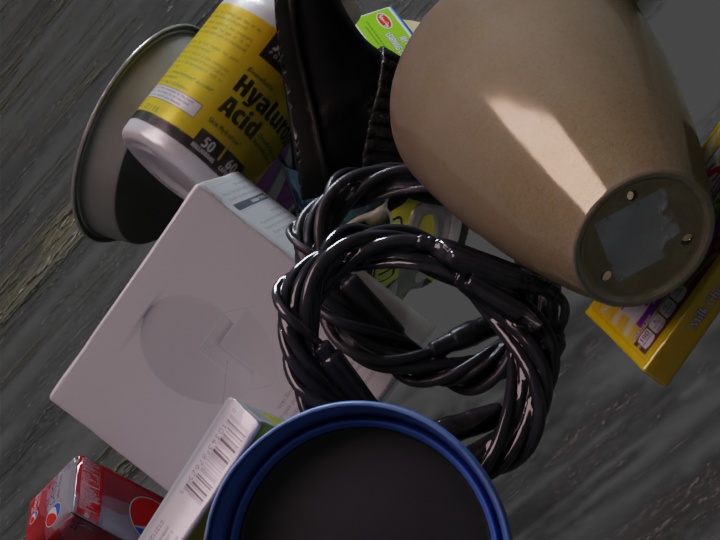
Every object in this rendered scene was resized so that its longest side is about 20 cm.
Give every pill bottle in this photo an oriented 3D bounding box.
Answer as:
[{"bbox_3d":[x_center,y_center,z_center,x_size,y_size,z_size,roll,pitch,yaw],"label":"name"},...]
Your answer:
[{"bbox_3d":[-0.089,-0.151,1.541,0.201,0.111,0.111,-54,24,-12],"label":"pill bottle"}]

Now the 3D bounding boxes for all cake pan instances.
[{"bbox_3d":[-0.168,-0.108,1.636,0.201,0.037,0.201,-50,-23,-31],"label":"cake pan"}]

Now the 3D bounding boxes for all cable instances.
[{"bbox_3d":[0.032,0.055,1.291,0.051,0.198,0.165,78,-148,-84],"label":"cable"},{"bbox_3d":[0.042,0.002,1.357,0.051,0.198,0.165,88,-166,-73],"label":"cable"}]

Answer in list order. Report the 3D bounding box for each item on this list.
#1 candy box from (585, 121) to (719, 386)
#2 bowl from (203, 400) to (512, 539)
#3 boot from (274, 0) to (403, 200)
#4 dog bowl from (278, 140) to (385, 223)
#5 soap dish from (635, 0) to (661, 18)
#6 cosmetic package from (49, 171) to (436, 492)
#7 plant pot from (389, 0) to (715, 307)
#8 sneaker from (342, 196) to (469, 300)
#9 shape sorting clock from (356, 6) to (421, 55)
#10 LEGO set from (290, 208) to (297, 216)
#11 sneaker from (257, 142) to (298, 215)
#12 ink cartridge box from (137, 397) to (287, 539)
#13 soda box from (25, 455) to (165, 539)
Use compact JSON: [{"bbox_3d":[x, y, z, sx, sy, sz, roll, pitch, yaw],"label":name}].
[{"bbox_3d":[0.222,-0.032,1.217,0.201,0.026,0.102,-56,22,8],"label":"candy box"},{"bbox_3d":[0.000,0.184,1.224,0.202,0.200,0.039,-58,-11,3],"label":"bowl"},{"bbox_3d":[0.018,-0.159,1.458,0.079,0.156,0.213,-155,57,-87],"label":"boot"},{"bbox_3d":[-0.008,-0.094,1.604,0.200,0.110,0.050,-89,-7,-66],"label":"dog bowl"},{"bbox_3d":[0.208,-0.287,1.454,0.201,0.081,0.158,-53,26,17],"label":"soap dish"},{"bbox_3d":[-0.083,0.069,1.442,0.200,0.199,0.123,-53,-5,12],"label":"cosmetic package"},{"bbox_3d":[0.135,-0.069,1.212,0.188,0.186,0.200,-51,34,16],"label":"plant pot"},{"bbox_3d":[0.000,0.000,1.535,0.200,0.076,0.076,-48,29,29],"label":"sneaker"},{"bbox_3d":[-0.008,-0.166,1.655,0.198,0.040,0.201,-11,32,7],"label":"shape sorting clock"},{"bbox_3d":[-0.109,0.035,1.604,0.154,0.115,0.202,23,-89,-87],"label":"LEGO set"},{"bbox_3d":[-0.119,-0.055,1.773,0.201,0.114,0.073,-56,27,11],"label":"sneaker"},{"bbox_3d":[-0.071,0.201,1.336,0.047,0.199,0.199,36,97,43],"label":"ink cartridge box"},{"bbox_3d":[-0.147,0.216,1.426,0.070,0.199,0.064,-43,28,28],"label":"soda box"}]
